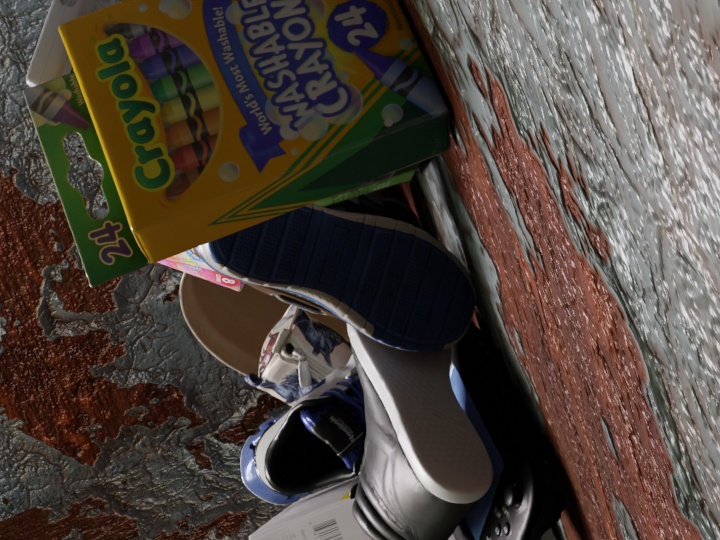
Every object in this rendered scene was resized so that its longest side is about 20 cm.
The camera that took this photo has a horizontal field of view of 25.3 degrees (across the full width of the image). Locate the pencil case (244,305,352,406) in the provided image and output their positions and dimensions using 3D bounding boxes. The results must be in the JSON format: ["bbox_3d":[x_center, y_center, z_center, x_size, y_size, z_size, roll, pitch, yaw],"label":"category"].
[{"bbox_3d":[0.010,0.106,1.272,0.200,0.078,0.089,32,-171,-2],"label":"pencil case"}]

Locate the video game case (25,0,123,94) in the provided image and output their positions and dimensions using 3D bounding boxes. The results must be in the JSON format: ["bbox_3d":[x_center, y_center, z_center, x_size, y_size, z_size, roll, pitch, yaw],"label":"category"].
[{"bbox_3d":[-0.137,-0.170,0.970,0.200,0.022,0.183,56,-129,-79],"label":"video game case"}]

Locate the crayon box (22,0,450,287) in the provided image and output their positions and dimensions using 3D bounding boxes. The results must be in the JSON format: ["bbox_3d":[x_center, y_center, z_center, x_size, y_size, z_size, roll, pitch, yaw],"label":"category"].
[{"bbox_3d":[-0.069,-0.088,0.822,0.052,0.199,0.126,78,169,-69],"label":"crayon box"}]

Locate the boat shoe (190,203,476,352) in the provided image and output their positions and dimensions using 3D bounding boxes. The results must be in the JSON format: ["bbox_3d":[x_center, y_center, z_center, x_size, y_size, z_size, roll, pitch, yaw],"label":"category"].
[{"bbox_3d":[-0.019,-0.008,0.969,0.200,0.072,0.072,25,175,-31],"label":"boat shoe"}]

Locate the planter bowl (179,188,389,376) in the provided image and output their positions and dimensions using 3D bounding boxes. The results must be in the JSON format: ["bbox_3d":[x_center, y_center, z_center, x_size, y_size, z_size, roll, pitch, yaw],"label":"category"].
[{"bbox_3d":[-0.039,-0.011,1.348,0.201,0.200,0.135,70,-156,-43],"label":"planter bowl"}]

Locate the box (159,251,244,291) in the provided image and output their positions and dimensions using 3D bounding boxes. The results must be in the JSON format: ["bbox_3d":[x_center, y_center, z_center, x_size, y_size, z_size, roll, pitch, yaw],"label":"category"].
[{"bbox_3d":[-0.096,-0.101,1.215,0.103,0.094,0.200,98,-167,-62],"label":"box"}]

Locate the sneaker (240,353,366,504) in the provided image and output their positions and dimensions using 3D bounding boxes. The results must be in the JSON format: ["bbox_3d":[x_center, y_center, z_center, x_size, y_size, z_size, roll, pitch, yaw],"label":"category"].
[{"bbox_3d":[0.001,0.103,1.169,0.081,0.199,0.115,50,172,-4],"label":"sneaker"}]

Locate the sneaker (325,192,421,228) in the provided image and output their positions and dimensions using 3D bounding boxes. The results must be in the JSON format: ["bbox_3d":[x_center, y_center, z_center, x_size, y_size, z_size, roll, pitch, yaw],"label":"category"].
[{"bbox_3d":[0.000,0.000,1.113,0.200,0.075,0.114,8,-138,-54],"label":"sneaker"}]

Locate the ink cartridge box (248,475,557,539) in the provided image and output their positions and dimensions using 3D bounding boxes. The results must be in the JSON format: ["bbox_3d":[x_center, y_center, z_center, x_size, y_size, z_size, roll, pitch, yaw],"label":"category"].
[{"bbox_3d":[0.047,0.203,1.156,0.129,0.200,0.125,68,-165,1],"label":"ink cartridge box"}]

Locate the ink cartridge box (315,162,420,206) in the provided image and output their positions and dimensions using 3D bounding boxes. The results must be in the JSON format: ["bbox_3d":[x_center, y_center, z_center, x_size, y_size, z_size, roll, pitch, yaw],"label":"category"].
[{"bbox_3d":[-0.030,-0.146,0.992,0.148,0.076,0.201,130,123,-88],"label":"ink cartridge box"}]

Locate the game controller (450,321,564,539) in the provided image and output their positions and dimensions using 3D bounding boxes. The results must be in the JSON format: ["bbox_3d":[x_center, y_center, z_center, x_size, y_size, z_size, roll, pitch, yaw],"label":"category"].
[{"bbox_3d":[0.073,0.115,1.013,0.105,0.042,0.200,-66,24,23],"label":"game controller"}]

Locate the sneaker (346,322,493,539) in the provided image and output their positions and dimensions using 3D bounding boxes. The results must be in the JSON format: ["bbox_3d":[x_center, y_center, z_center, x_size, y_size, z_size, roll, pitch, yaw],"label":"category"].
[{"bbox_3d":[0.019,0.095,1.016,0.200,0.071,0.099,-110,35,-44],"label":"sneaker"}]
